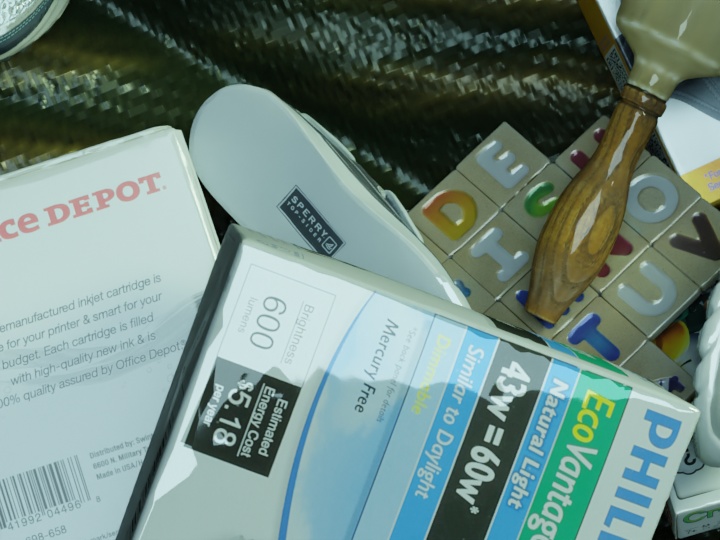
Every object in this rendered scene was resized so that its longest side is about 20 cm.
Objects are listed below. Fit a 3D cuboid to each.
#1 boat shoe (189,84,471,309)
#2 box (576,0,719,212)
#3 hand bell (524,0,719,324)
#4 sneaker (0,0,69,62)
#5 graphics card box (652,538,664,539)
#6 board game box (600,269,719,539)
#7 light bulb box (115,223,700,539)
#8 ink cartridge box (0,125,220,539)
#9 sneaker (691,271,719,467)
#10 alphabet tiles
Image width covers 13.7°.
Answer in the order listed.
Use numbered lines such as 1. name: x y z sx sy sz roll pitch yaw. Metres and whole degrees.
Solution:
1. boat shoe: 0.000 0.000 1.352 0.072 0.068 0.200 -45 72 15
2. box: 0.164 -0.137 1.411 0.119 0.041 0.201 -24 86 -7
3. hand bell: 0.124 -0.069 1.348 0.104 0.104 0.201 26 93 1
4. sneaker: -0.151 -0.194 1.375 0.077 0.086 0.201 20 81 0
5. graphics card box: 0.093 0.179 1.353 0.199 0.051 0.126 5 80 -1
6. board game box: 0.220 0.035 1.363 0.199 0.035 0.127 -16 63 0
7. light bulb box: 0.007 0.107 1.235 0.199 0.125 0.199 20 93 -6
8. ink cartridge box: -0.118 0.054 1.342 0.144 0.084 0.201 -18 84 -5
9. sneaker: 0.210 0.006 1.314 0.082 0.075 0.200 26 68 22
10. alphabet tiles: 0.074 0.025 1.361 0.200 0.008 0.167 -43 60 -8
